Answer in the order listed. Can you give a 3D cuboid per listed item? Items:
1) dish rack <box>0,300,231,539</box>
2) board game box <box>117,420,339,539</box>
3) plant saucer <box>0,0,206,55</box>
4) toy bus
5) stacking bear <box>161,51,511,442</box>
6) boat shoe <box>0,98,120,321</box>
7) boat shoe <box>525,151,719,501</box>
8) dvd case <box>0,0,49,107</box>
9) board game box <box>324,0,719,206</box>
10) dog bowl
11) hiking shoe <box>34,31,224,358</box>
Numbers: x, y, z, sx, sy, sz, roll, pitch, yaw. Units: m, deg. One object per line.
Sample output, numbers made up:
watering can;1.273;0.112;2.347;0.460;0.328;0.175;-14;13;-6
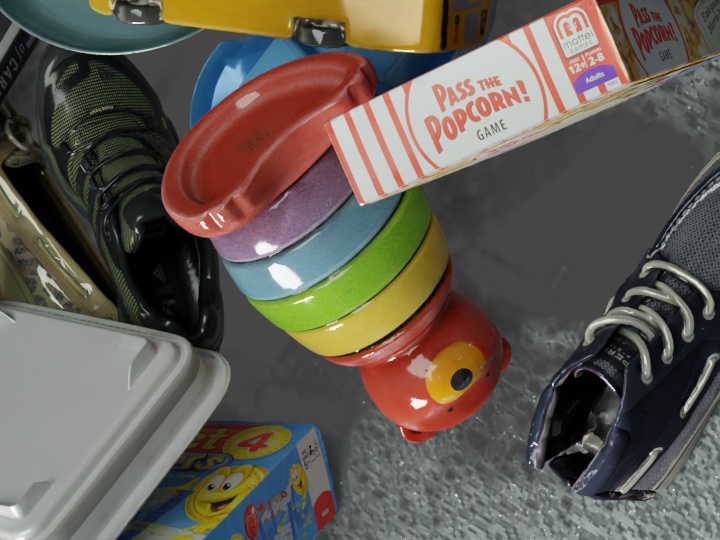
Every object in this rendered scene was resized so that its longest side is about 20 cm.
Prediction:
dish rack;-0.181;0.082;1.552;0.200;0.044;0.172;9;52;43
board game box;-0.145;0.147;1.583;0.200;0.196;0.056;0;115;29
plant saucer;-0.121;-0.208;1.630;0.200;0.027;0.200;-4;75;15
toy bus;-0.038;-0.154;1.522;0.200;0.078;0.065;9;105;26
stacking bear;0.000;0.000;1.518;0.121;0.200;0.114;-44;24;-12
boat shoe;-0.186;-0.038;1.682;0.063;0.073;0.200;-28;88;21
boat shoe;0.152;0.028;1.472;0.075;0.093;0.200;29;105;26
dvd case;-0.248;-0.135;1.673;0.150;0.025;0.200;12;62;28
board game box;0.094;-0.093;1.439;0.151;0.200;0.046;-24;90;27
dog bowl;-0.005;-0.111;1.585;0.111;0.050;0.200;47;111;20
hiking shoe;-0.115;-0.042;1.612;0.200;0.076;0.101;67;161;3
